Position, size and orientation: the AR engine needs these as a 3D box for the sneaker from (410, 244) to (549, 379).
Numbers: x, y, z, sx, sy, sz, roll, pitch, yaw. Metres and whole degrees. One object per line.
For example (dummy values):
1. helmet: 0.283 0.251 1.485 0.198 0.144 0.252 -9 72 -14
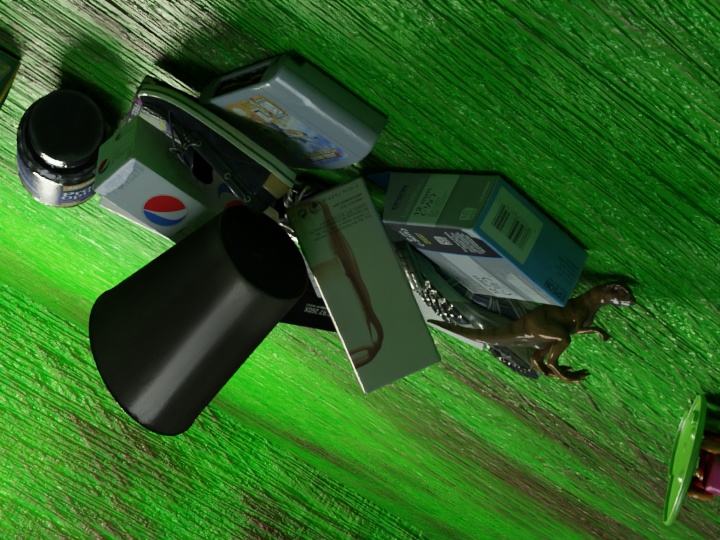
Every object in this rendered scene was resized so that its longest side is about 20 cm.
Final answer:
1. sneaker: 0.132 0.026 1.589 0.200 0.086 0.078 39 166 15

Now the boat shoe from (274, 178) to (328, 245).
1. boat shoe: -0.068 -0.066 1.644 0.063 0.073 0.200 32 170 -31

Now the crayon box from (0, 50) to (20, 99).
1. crayon box: -0.513 -0.257 1.798 0.200 0.058 0.173 30 165 -12

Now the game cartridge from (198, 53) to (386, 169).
1. game cartridge: -0.063 -0.145 1.432 0.133 0.042 0.200 37 163 -21

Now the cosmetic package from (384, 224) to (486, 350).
1. cosmetic package: 0.064 0.010 1.709 0.200 0.052 0.151 26 167 8

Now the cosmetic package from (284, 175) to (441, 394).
1. cosmetic package: 0.001 0.012 1.519 0.103 0.087 0.200 -147 33 -87

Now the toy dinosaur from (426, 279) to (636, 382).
1. toy dinosaur: 0.179 0.061 1.498 0.060 0.199 0.107 -66 -44 -74

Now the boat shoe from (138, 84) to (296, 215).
1. boat shoe: -0.151 -0.121 1.481 0.200 0.062 0.075 36 -179 24

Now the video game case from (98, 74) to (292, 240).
1. video game case: -0.178 -0.099 1.630 0.181 0.036 0.200 27 140 -4

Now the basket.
1. basket: -0.158 0.036 1.505 0.136 0.181 0.200 16 134 -43

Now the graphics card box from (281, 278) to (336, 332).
1. graphics card box: -0.056 0.027 1.794 0.200 0.051 0.125 13 -163 -38

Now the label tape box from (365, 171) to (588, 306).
1. label tape box: 0.100 -0.033 1.468 0.143 0.066 0.200 37 161 -33

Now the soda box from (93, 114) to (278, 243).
1. soda box: -0.174 -0.070 1.546 0.064 0.068 0.200 -34 128 29

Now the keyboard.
1. keyboard: 0.000 0.000 1.630 0.200 0.011 0.056 -5 105 55

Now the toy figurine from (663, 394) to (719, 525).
1. toy figurine: 0.447 0.232 1.693 0.184 0.151 0.200 16 -174 7

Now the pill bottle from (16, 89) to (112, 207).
1. pill bottle: -0.351 -0.147 1.787 0.112 0.112 0.200 29 166 -7
